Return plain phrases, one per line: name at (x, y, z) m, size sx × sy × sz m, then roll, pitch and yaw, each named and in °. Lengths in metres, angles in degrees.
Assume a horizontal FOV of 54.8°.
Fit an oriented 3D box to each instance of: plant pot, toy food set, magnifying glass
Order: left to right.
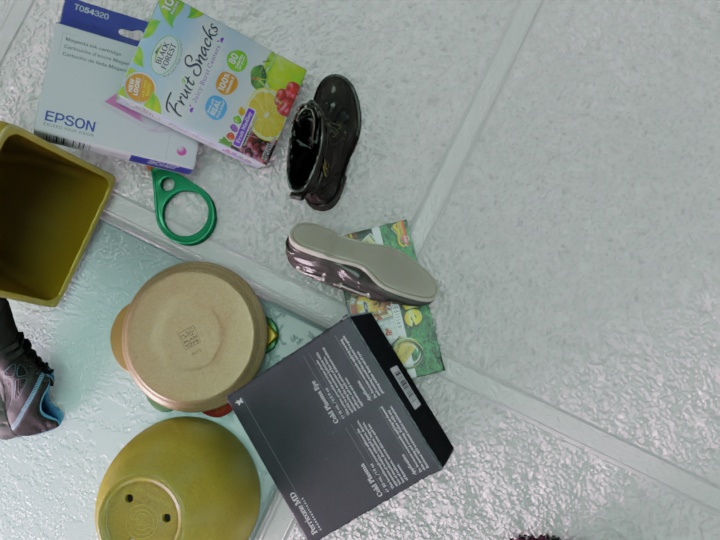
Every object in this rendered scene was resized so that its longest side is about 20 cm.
plant pot at (-0.481, -0.089, 0.882) m, size 0.200 × 0.194 × 0.196 m, roll 21°, pitch 86°, yaw 21°
plant pot at (-0.235, 0.281, 0.829) m, size 0.200 × 0.142 × 0.201 m, roll -1°, pitch 83°, yaw 6°
magnifying glass at (-0.264, -0.123, 0.943) m, size 0.080 × 0.022 × 0.200 m, roll -33°, pitch 83°, yaw 1°
toy food set at (-0.214, 0.089, 0.898) m, size 0.200 × 0.049 × 0.198 m, roll -44°, pitch 81°, yaw -1°

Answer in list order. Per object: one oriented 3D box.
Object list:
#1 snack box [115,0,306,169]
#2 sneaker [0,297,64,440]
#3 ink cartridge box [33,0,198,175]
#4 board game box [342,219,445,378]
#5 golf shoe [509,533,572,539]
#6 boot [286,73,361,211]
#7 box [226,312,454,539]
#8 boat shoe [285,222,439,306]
snack box at (-0.187, -0.236, 0.886) m, size 0.200 × 0.053 × 0.142 m, roll 24°, pitch 83°, yaw -21°
sneaker at (-0.435, 0.120, 0.891) m, size 0.082 × 0.073 × 0.200 m, roll -4°, pitch 112°, yaw -4°
ink cartridge box at (-0.298, -0.242, 0.897) m, size 0.196 × 0.043 × 0.200 m, roll 10°, pitch 79°, yaw -23°
board game box at (0.034, 0.042, 0.892) m, size 0.105 × 0.023 × 0.200 m, roll -15°, pitch 82°, yaw 2°
golf shoe at (0.263, 0.366, 0.804) m, size 0.200 × 0.073 × 0.092 m, roll 12°, pitch 86°, yaw 7°
boot at (-0.046, -0.169, 0.847) m, size 0.069 × 0.174 × 0.200 m, roll 6°, pitch 84°, yaw 7°
box at (-0.022, 0.181, 0.824) m, size 0.182 × 0.104 × 0.200 m, roll -33°, pitch 81°, yaw 12°
boat shoe at (0.000, 0.000, 0.868) m, size 0.200 × 0.057 × 0.067 m, roll 23°, pitch 50°, yaw 5°
